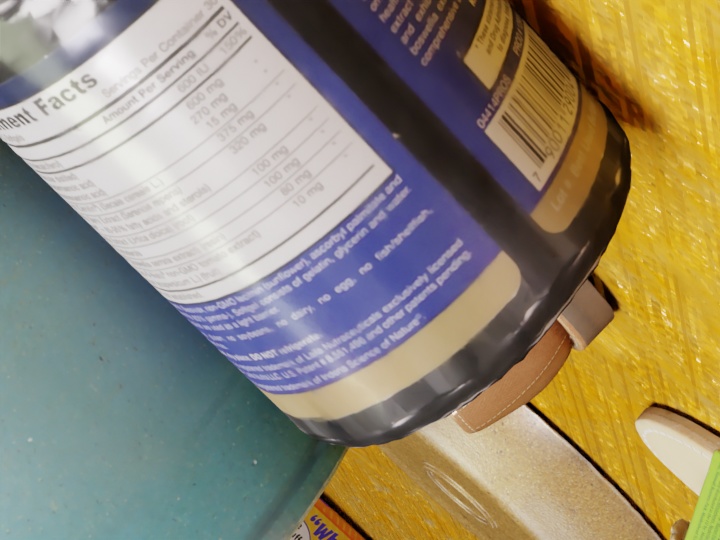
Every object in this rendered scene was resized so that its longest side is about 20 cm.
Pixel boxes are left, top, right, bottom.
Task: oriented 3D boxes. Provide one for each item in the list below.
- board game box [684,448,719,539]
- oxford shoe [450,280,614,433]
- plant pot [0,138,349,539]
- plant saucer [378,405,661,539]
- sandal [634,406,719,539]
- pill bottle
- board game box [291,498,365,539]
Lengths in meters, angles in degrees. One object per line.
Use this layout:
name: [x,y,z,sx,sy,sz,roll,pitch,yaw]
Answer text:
board game box: [0.166,0.139,0.840,0.030,0.096,0.200,-1,-154,-40]
oxford shoe: [0.000,0.000,0.951,0.071,0.071,0.200,45,173,-30]
plant pot: [-0.132,0.019,0.777,0.188,0.200,0.200,48,170,-15]
plant saucer: [0.053,0.084,1.230,0.200,0.035,0.200,40,171,7]
sandal: [0.146,0.126,0.918,0.212,0.070,0.078,37,170,30]
pill bottle: [-0.036,-0.060,0.681,0.200,0.112,0.112,46,170,-21]
board game box: [-0.075,0.270,2.114,0.200,0.200,0.200,44,171,-18]
